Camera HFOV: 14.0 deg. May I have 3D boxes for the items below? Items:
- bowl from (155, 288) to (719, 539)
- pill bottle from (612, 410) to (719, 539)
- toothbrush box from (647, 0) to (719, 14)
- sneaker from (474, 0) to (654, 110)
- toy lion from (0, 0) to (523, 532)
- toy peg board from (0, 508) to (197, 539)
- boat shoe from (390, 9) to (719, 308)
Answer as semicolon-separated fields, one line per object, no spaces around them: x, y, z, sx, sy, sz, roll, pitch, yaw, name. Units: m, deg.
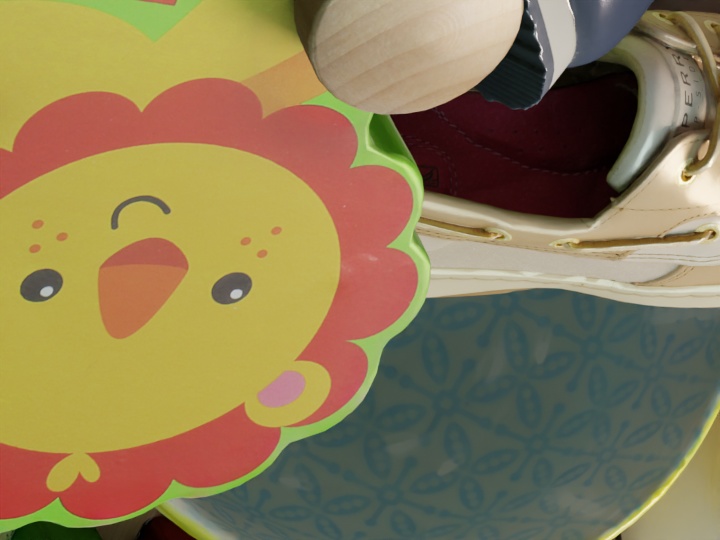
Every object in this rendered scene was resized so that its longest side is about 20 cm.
0.000;0.000;0.837;0.200;0.201;0.108;-8;170;-14;bowl
0.114;0.102;0.958;0.112;0.113;0.200;0;157;-24;pill bottle
0.033;-0.143;0.726;0.200;0.086;0.146;6;137;-29;toothbrush box
0.042;-0.131;0.637;0.082;0.070;0.200;-35;144;-24;sneaker
-0.068;-0.021;0.620;0.200;0.069;0.192;7;129;-31;toy lion
-0.057;0.160;0.911;0.199;0.098;0.200;10;119;-36;toy peg board
0.068;-0.033;0.752;0.199;0.074;0.069;-7;160;-6;boat shoe
